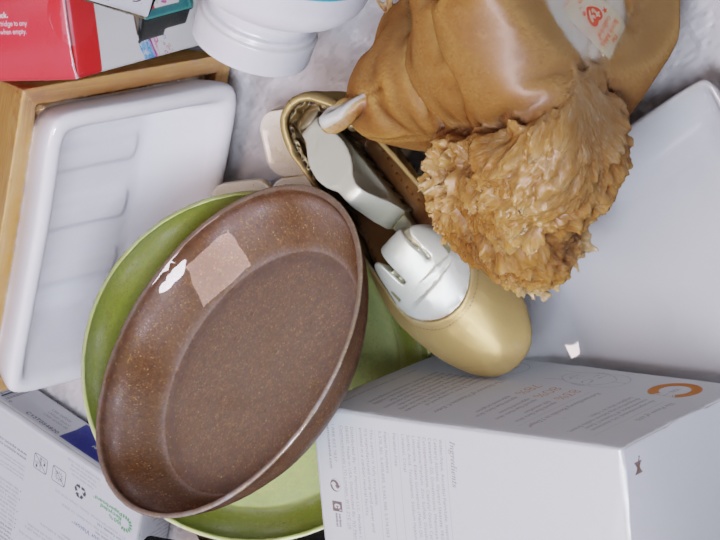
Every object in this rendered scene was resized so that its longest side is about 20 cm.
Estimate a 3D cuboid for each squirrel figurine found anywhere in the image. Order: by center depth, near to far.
[{"bbox_3d":[0.061,-0.086,1.521,0.187,0.141,0.200,-24,66,49],"label":"squirrel figurine"}]

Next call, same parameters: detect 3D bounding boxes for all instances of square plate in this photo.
[{"bbox_3d":[0.167,0.024,1.560,0.198,0.028,0.200,-31,84,42],"label":"square plate"}]

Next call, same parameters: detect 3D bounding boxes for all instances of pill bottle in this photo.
[{"bbox_3d":[-0.033,-0.207,1.591,0.111,0.111,0.200,36,124,25],"label":"pill bottle"}]

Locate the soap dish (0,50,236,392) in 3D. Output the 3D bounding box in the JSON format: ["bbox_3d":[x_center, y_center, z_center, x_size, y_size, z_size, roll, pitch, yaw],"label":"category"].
[{"bbox_3d":[-0.162,-0.035,1.727,0.081,0.157,0.200,34,123,37],"label":"soap dish"}]

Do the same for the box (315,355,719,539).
[{"bbox_3d":[0.093,0.111,1.547,0.200,0.124,0.098,6,106,39],"label":"box"}]

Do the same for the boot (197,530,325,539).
[{"bbox_3d":[-0.100,0.109,1.732,0.200,0.074,0.075,56,142,-4],"label":"boot"}]

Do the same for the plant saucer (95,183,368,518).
[{"bbox_3d":[-0.062,0.049,1.583,0.200,0.037,0.200,-30,42,32],"label":"plant saucer"}]

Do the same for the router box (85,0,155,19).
[{"bbox_3d":[-0.099,-0.257,1.552,0.051,0.149,0.200,17,131,-6],"label":"router box"}]

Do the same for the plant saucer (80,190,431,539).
[{"bbox_3d":[-0.058,0.055,1.662,0.200,0.031,0.200,-1,83,7],"label":"plant saucer"}]

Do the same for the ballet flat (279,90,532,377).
[{"bbox_3d":[0.017,-0.021,1.589,0.069,0.063,0.200,-46,62,15],"label":"ballet flat"}]

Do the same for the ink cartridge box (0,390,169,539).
[{"bbox_3d":[-0.217,0.178,1.918,0.200,0.041,0.200,31,122,28],"label":"ink cartridge box"}]

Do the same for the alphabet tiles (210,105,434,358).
[{"bbox_3d":[0.000,0.000,1.685,0.196,0.015,0.200,-4,101,34],"label":"alphabet tiles"}]

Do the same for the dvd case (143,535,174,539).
[{"bbox_3d":[-0.032,0.230,1.717,0.200,0.025,0.150,6,130,39],"label":"dvd case"}]

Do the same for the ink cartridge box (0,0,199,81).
[{"bbox_3d":[-0.166,-0.150,1.659,0.116,0.200,0.067,2,105,39],"label":"ink cartridge box"}]
